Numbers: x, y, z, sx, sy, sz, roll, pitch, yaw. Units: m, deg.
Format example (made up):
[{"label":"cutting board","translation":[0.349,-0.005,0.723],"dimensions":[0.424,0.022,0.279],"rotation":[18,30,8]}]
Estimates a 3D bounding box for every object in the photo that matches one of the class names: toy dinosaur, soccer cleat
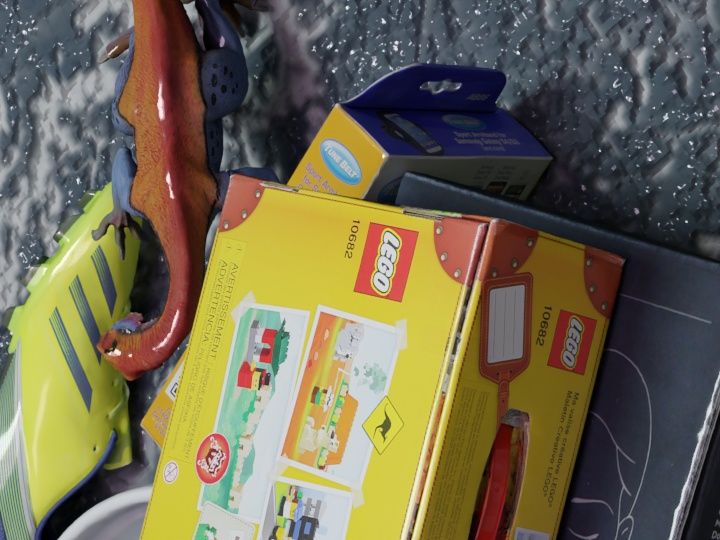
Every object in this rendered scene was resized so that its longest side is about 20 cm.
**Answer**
[{"label":"toy dinosaur","translation":[-0.095,-0.050,1.287],"dimensions":[0.105,0.182,0.200],"rotation":[-16,128,18]},{"label":"soccer cleat","translation":[-0.137,0.052,1.399],"dimensions":[0.083,0.065,0.201],"rotation":[25,106,1]}]

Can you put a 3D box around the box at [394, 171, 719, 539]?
[{"label":"box","translation":[0.091,0.084,1.140],"dimensions":[0.200,0.124,0.197],"rotation":[19,95,47]}]

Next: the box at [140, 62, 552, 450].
[{"label":"box","translation":[0.000,0.000,1.246],"dimensions":[0.041,0.119,0.200],"rotation":[48,119,27]}]

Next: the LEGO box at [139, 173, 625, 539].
[{"label":"LEGO box","translation":[0.000,0.074,1.093],"dimensions":[0.149,0.077,0.201],"rotation":[13,88,47]}]

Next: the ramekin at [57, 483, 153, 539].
[{"label":"ramekin","translation":[-0.049,0.188,1.306],"dimensions":[0.200,0.105,0.201],"rotation":[3,95,35]}]
